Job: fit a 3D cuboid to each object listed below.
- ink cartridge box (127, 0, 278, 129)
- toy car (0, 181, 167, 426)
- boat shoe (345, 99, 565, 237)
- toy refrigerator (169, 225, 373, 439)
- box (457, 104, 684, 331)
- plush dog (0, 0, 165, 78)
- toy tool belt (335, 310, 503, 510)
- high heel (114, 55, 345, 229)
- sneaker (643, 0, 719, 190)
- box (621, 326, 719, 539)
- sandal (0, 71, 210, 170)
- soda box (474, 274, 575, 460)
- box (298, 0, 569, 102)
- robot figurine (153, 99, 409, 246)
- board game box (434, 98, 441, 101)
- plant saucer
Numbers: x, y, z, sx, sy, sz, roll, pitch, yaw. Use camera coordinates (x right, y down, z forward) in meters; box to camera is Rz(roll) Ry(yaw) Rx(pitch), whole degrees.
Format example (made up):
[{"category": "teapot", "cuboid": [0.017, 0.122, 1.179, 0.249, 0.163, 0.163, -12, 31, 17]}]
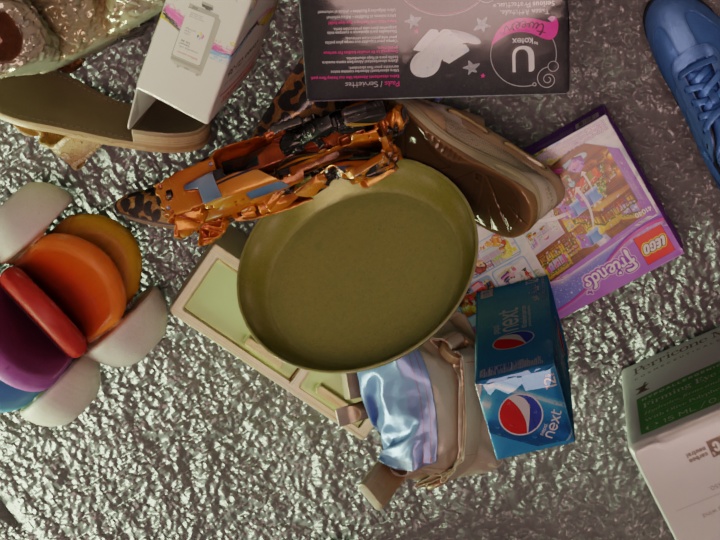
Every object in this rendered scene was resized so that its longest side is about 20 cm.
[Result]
[{"category": "ink cartridge box", "cuboid": [-0.111, -0.199, 1.523, 0.067, 0.117, 0.201, 27, 125, 3]}, {"category": "toy car", "cuboid": [-0.272, 0.042, 1.623, 0.200, 0.150, 0.175, -41, 101, 16]}, {"category": "boat shoe", "cuboid": [0.074, -0.097, 1.576, 0.200, 0.065, 0.072, 32, 131, 25]}, {"category": "toy refrigerator", "cuboid": [-0.057, 0.052, 1.651, 0.200, 0.070, 0.076, 34, 108, -7]}, {"category": "box", "cuboid": [0.150, -0.029, 1.621, 0.199, 0.039, 0.137, -28, 104, 13]}, {"category": "plush dog", "cuboid": [-0.259, -0.250, 1.549, 0.199, 0.160, 0.172, -27, 91, -15]}, {"category": "toy tool belt", "cuboid": [0.032, 0.081, 1.560, 0.122, 0.125, 0.201, -15, 89, -27]}, {"category": "high heel", "cuboid": [-0.109, -0.108, 1.606, 0.199, 0.071, 0.143, -4, 103, 2]}, {"category": "sneaker", "cuboid": [0.289, -0.132, 1.555, 0.066, 0.078, 0.201, -25, 103, 15]}, {"category": "box", "cuboid": [0.344, 0.155, 1.596, 0.198, 0.171, 0.201, -25, 104, 12]}, {"category": "sandal", "cuboid": [-0.225, -0.110, 1.608, 0.211, 0.078, 0.070, 11, 129, 12]}, {"category": "soda box", "cuboid": [0.128, 0.073, 1.530, 0.064, 0.200, 0.068, -14, 108, 9]}, {"category": "box", "cuboid": [0.058, -0.201, 1.478, 0.199, 0.132, 0.115, 0, 112, 5]}, {"category": "robot figurine", "cuboid": [-0.053, -0.079, 1.515, 0.199, 0.145, 0.058, -20, 83, 8]}, {"category": "board game box", "cuboid": [0.063, -0.274, 1.544, 0.200, 0.041, 0.199, 43, 107, -9]}, {"category": "plant saucer", "cuboid": [0.000, 0.000, 1.534, 0.199, 0.201, 0.031, -15, 145, 10]}]
